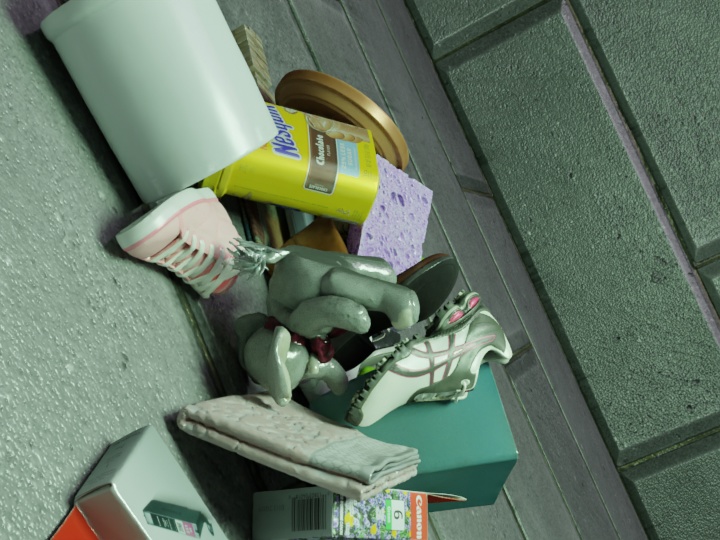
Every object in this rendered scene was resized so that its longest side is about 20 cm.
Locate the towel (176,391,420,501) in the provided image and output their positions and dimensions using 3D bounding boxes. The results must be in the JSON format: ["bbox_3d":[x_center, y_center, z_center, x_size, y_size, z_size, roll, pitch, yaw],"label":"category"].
[{"bbox_3d":[-0.051,0.159,1.007,0.200,0.190,0.032,13,95,-73],"label":"towel"}]

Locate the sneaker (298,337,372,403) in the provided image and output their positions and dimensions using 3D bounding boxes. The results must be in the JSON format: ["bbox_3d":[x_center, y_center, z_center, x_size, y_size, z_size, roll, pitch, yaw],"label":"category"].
[{"bbox_3d":[-0.038,0.091,1.287,0.100,0.075,0.200,53,18,-23],"label":"sneaker"}]

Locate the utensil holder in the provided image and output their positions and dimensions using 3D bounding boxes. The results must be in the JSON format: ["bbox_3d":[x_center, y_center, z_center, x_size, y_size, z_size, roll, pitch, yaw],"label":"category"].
[{"bbox_3d":[-0.194,-0.191,1.063,0.201,0.169,0.170,62,17,-12],"label":"utensil holder"}]

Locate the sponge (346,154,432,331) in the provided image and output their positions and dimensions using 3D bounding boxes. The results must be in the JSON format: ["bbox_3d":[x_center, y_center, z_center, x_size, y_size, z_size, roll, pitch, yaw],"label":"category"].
[{"bbox_3d":[0.033,-0.034,1.344,0.111,0.030,0.202,30,59,-37],"label":"sponge"}]

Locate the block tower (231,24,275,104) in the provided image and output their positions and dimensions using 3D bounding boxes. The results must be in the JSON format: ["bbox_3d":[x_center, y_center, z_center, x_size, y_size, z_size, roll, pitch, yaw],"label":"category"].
[{"bbox_3d":[-0.153,-0.248,1.463,0.054,0.057,0.201,42,26,-54],"label":"block tower"}]

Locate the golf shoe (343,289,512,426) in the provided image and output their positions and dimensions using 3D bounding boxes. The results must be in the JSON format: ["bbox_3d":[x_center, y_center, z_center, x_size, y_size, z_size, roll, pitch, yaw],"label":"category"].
[{"bbox_3d":[0.072,0.105,1.093,0.088,0.200,0.077,48,-23,9],"label":"golf shoe"}]

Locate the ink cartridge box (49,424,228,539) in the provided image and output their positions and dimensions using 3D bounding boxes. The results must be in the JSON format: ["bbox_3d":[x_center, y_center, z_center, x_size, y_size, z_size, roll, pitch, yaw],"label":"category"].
[{"bbox_3d":[-0.146,0.242,0.795,0.201,0.043,0.174,60,16,-14],"label":"ink cartridge box"}]

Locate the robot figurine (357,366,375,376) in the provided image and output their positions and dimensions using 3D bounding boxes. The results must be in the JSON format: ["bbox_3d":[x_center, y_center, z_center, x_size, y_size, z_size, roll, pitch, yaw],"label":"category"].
[{"bbox_3d":[0.050,0.198,1.329,0.175,0.116,0.200,36,26,-13],"label":"robot figurine"}]

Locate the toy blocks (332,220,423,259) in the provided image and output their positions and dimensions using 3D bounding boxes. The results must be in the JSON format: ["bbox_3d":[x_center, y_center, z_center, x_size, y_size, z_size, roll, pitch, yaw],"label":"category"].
[{"bbox_3d":[0.010,-0.012,1.392,0.200,0.099,0.138,47,36,-39],"label":"toy blocks"}]

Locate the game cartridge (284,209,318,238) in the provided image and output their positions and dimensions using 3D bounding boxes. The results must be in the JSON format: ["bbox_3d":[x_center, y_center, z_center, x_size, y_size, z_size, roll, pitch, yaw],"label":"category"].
[{"bbox_3d":[-0.038,-0.030,1.455,0.200,0.041,0.134,37,28,-53],"label":"game cartridge"}]

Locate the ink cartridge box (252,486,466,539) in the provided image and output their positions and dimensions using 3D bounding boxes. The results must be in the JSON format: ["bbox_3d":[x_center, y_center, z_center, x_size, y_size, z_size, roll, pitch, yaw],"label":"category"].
[{"bbox_3d":[0.003,0.241,1.033,0.199,0.108,0.051,18,65,-45],"label":"ink cartridge box"}]

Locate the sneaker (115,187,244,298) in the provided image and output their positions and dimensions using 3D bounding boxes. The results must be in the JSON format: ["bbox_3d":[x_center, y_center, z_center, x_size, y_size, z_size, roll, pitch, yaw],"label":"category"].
[{"bbox_3d":[-0.165,-0.022,1.059,0.105,0.075,0.200,58,13,-2],"label":"sneaker"}]

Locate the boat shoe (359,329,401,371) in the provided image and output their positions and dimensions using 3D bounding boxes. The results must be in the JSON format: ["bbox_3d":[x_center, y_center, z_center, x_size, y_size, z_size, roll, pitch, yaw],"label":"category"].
[{"bbox_3d":[0.017,0.097,1.452,0.061,0.073,0.200,66,14,5],"label":"boat shoe"}]

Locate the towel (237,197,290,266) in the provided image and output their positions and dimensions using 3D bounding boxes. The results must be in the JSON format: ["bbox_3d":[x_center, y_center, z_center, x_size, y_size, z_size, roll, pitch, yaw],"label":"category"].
[{"bbox_3d":[-0.099,-0.048,1.398,0.200,0.022,0.148,36,32,-58],"label":"towel"}]

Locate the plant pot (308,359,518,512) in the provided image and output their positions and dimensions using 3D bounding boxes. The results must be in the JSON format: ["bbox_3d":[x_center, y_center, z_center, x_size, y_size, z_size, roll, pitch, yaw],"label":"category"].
[{"bbox_3d":[0.045,0.183,1.164,0.142,0.198,0.142,100,-21,-57],"label":"plant pot"}]

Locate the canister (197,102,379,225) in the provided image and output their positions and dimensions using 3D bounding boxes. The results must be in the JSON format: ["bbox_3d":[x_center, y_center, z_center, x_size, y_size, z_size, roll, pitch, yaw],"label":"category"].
[{"bbox_3d":[-0.085,-0.133,1.259,0.198,0.087,0.149,13,36,-17],"label":"canister"}]

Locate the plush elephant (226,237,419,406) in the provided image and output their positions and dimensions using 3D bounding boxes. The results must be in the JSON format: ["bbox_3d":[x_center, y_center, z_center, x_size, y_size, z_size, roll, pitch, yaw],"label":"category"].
[{"bbox_3d":[-0.054,0.063,1.079,0.198,0.156,0.165,12,12,-19],"label":"plush elephant"}]

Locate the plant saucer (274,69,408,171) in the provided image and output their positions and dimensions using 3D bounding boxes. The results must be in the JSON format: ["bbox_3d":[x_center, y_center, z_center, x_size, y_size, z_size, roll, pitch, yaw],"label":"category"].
[{"bbox_3d":[-0.029,-0.181,1.396,0.032,0.199,0.201,-57,132,-21],"label":"plant saucer"}]

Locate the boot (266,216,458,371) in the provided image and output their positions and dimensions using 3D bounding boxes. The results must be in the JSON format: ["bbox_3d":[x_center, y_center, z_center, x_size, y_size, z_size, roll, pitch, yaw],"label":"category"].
[{"bbox_3d":[0.000,0.000,1.250,0.068,0.188,0.200,42,9,-44],"label":"boot"}]
